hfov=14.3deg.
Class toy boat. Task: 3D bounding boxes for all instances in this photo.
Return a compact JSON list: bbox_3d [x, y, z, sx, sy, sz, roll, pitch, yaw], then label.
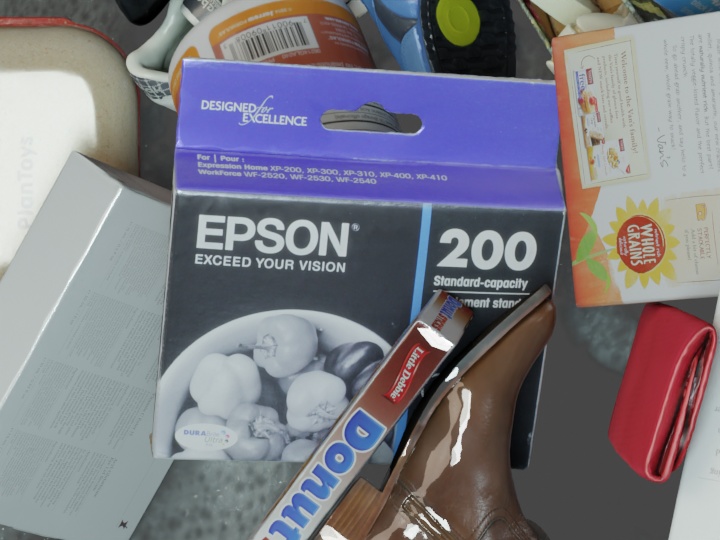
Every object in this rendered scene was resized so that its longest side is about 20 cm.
[{"bbox_3d":[-0.192,-0.047,1.664,0.130,0.131,0.201,1,97,-3],"label":"toy boat"}]

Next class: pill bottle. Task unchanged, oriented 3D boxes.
[{"bbox_3d":[-0.025,-0.042,1.536,0.112,0.112,0.201,-34,60,24],"label":"pill bottle"}]

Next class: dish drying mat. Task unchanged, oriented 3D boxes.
[{"bbox_3d":[0.141,0.056,1.352,0.018,0.200,0.077,15,92,0],"label":"dish drying mat"}]

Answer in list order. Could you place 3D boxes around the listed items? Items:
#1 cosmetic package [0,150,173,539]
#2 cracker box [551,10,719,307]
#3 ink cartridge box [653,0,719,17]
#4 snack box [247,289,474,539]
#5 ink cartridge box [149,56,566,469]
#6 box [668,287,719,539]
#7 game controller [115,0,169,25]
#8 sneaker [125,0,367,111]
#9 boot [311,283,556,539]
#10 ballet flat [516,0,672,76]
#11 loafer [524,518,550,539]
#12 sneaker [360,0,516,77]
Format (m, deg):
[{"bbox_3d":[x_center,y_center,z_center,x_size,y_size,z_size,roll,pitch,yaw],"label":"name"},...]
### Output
[{"bbox_3d":[-0.144,0.049,1.572,0.052,0.151,0.201,34,97,39],"label":"cosmetic package"},{"bbox_3d":[0.191,-0.056,1.359,0.199,0.058,0.135,-5,90,40],"label":"cracker box"},{"bbox_3d":[0.197,-0.243,1.411,0.200,0.146,0.147,-34,58,24],"label":"ink cartridge box"},{"bbox_3d":[-0.016,0.098,1.396,0.024,0.072,0.200,37,106,1],"label":"snack box"},{"bbox_3d":[0.000,0.000,1.421,0.043,0.197,0.201,-112,26,-68],"label":"ink cartridge box"},{"bbox_3d":[0.212,0.116,1.305,0.097,0.124,0.201,8,82,35],"label":"box"},{"bbox_3d":[-0.119,-0.212,1.660,0.105,0.042,0.200,-63,22,17],"label":"game controller"},{"bbox_3d":[-0.047,-0.167,1.611,0.200,0.080,0.076,-51,52,10],"label":"sneaker"},{"bbox_3d":[0.099,0.134,1.388,0.200,0.064,0.187,39,90,1],"label":"boot"},{"bbox_3d":[0.114,-0.131,1.486,0.069,0.071,0.200,-48,54,22],"label":"ballet flat"},{"bbox_3d":[0.025,0.209,1.455,0.072,0.063,0.201,32,96,38],"label":"loafer"},{"bbox_3d":[0.025,-0.161,1.556,0.078,0.066,0.201,-24,83,50],"label":"sneaker"}]
